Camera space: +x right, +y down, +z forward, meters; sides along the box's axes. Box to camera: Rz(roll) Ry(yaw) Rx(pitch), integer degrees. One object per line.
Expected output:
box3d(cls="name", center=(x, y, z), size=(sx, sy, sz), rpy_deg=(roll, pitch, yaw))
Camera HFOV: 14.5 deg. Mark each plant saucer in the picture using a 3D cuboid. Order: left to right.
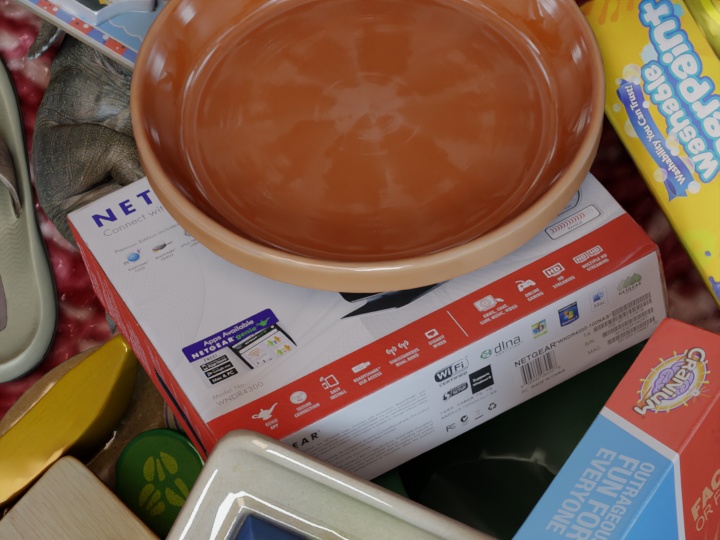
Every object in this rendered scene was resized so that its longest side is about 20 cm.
box3d(cls="plant saucer", center=(0.003, -0.070, 1.193), size=(0.200, 0.032, 0.201), rpy_deg=(-1, 52, 1))

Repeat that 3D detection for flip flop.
box3d(cls="flip flop", center=(-0.197, -0.043, 1.327), size=(0.081, 0.058, 0.201), rpy_deg=(-20, 76, 10))

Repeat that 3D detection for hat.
box3d(cls="hat", center=(0.059, 0.126, 1.252), size=(0.199, 0.176, 0.166), rpy_deg=(-2, 54, -10))

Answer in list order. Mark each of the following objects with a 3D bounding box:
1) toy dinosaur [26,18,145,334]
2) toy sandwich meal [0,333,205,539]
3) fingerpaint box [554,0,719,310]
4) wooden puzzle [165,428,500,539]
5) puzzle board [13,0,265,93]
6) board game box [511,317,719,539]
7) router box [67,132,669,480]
box3d(cls="toy dinosaur", center=(-0.116, -0.068, 1.314), size=(0.102, 0.077, 0.201), rpy_deg=(-4, 83, 26))
box3d(cls="toy sandwich meal", center=(-0.105, 0.122, 1.266), size=(0.205, 0.070, 0.206), rpy_deg=(-3, 79, 14))
box3d(cls="fingerpaint box", center=(0.206, -0.061, 1.217), size=(0.167, 0.073, 0.200), rpy_deg=(-30, 74, 8))
box3d(cls="wooden puzzle", center=(-0.012, 0.182, 1.124), size=(0.185, 0.046, 0.200), rpy_deg=(25, 108, -13))
box3d(cls="puzzle board", center=(-0.075, -0.149, 1.284), size=(0.200, 0.017, 0.151), rpy_deg=(31, 55, 16))
box3d(cls="board game box", center=(0.117, 0.141, 1.092), size=(0.040, 0.200, 0.153), rpy_deg=(18, 58, 34))
box3d(cls="router box", center=(0.000, 0.000, 1.202), size=(0.200, 0.049, 0.180), rpy_deg=(-27, 45, -12))
